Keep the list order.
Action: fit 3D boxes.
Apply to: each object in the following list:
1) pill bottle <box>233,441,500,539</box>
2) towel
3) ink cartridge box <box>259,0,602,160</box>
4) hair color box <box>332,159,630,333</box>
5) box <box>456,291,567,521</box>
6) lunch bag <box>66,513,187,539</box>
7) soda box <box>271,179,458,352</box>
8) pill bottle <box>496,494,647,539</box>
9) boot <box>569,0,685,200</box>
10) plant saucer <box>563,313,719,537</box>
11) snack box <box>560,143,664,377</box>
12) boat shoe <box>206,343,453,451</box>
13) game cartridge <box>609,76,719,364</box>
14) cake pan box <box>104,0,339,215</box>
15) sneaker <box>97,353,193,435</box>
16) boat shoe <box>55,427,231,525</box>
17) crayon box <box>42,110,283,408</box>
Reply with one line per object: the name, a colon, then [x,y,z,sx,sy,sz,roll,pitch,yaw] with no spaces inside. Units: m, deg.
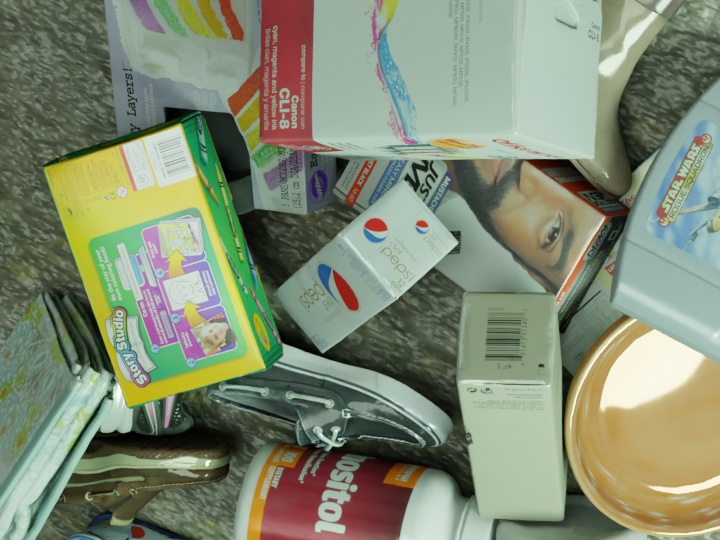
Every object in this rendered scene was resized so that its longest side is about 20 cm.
pill bottle: [0.011,0.204,1.622,0.200,0.113,0.113,8,105,16]
towel: [-0.272,0.129,1.670,0.048,0.171,0.200,28,102,-29]
ink cartridge box: [0.052,-0.153,1.436,0.200,0.145,0.145,0,87,29]
hair color box: [0.089,-0.051,1.537,0.200,0.064,0.111,36,109,21]
box: [0.112,0.101,1.499,0.068,0.082,0.200,1,144,9]
lunch bag: [-0.190,0.316,1.739,0.160,0.076,0.200,18,107,12]
soda box: [0.000,0.000,1.535,0.068,0.200,0.064,-41,91,-21]
pill bottle: [0.164,0.283,1.585,0.116,0.116,0.200,2,106,19]
boot: [0.182,-0.172,1.489,0.146,0.070,0.200,-37,82,25]
plant saucer: [0.242,0.100,1.518,0.200,0.037,0.200,-4,112,-11]
snack box: [0.214,-0.006,1.541,0.200,0.037,0.116,-44,85,23]
boat shoe: [-0.027,0.109,1.622,0.200,0.072,0.068,20,66,16]
game cartridge: [0.263,-0.041,1.460,0.133,0.042,0.200,28,77,1]
cake pan box: [-0.108,-0.144,1.585,0.184,0.052,0.200,11,113,33]
sneaker: [-0.151,0.041,1.670,0.086,0.080,0.200,14,103,-14]
boat shoe: [-0.191,0.172,1.708,0.202,0.075,0.075,0,102,31]
crayon box: [-0.149,-0.007,1.574,0.119,0.058,0.200,-16,98,17]
